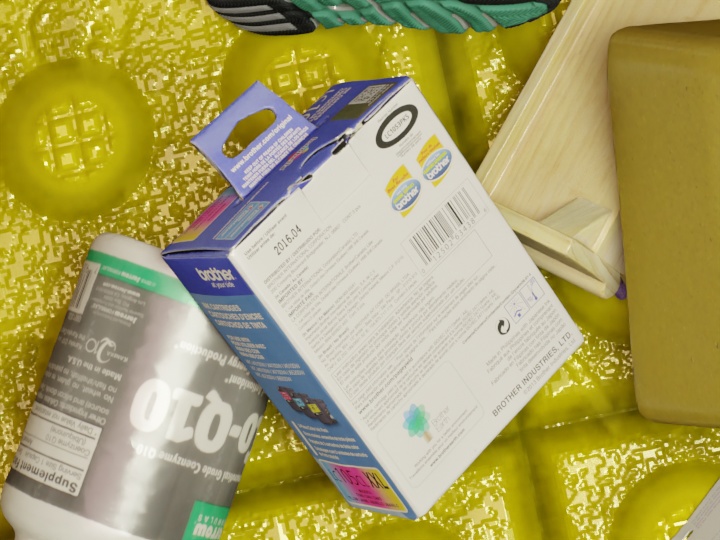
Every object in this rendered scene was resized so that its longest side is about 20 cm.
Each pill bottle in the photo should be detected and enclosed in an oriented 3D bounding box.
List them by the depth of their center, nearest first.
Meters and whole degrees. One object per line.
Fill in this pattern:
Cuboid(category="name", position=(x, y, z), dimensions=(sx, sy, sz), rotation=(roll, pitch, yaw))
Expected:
Cuboid(category="pill bottle", position=(-0.115, 0.091, 1.178), dimensions=(0.113, 0.113, 0.200), rotation=(19, 87, 9))

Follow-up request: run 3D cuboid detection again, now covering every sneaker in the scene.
Cuboid(category="sneaker", position=(0.013, -0.173, 1.193), dimensions=(0.200, 0.074, 0.088), rotation=(2, 74, 26))

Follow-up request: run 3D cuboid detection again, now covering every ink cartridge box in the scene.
Cuboid(category="ink cartridge box", position=(0.000, 0.000, 1.127), dimensions=(0.136, 0.076, 0.200), rotation=(-45, 113, -25))

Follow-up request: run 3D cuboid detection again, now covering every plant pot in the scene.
Cuboid(category="plant pot", position=(0.245, -0.025, 1.056), dimensions=(0.195, 0.200, 0.195), rotation=(-8, 96, -14))

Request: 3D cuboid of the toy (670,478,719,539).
Cuboid(category="toy", position=(0.199, 0.174, 1.107), dimensions=(0.047, 0.200, 0.115), rotation=(41, 91, -20))

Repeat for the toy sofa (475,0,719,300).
Cuboid(category="toy sofa", position=(0.138, -0.091, 1.190), dimensions=(0.083, 0.098, 0.200), rotation=(27, 88, 34))
